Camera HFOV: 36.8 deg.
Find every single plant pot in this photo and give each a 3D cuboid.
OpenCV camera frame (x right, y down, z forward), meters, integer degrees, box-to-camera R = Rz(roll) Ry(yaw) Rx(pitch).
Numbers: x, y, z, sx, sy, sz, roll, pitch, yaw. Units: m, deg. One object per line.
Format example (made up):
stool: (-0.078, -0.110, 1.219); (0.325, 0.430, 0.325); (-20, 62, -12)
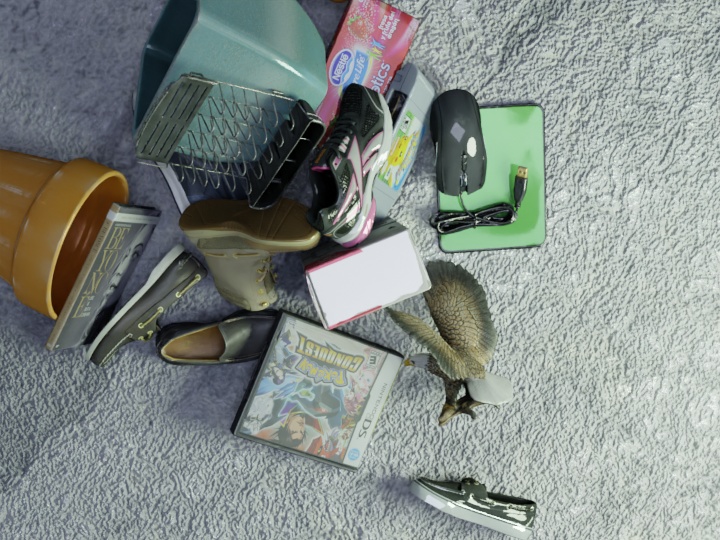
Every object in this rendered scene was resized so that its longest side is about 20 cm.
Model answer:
plant pot: (-0.421, -0.064, 1.374); (0.181, 0.200, 0.203); (22, 96, 6)
plant pot: (-0.151, -0.253, 1.344); (0.197, 0.198, 0.197); (21, 129, -25)

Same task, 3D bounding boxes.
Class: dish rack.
dish rack: (-0.157, -0.153, 1.265); (0.197, 0.055, 0.154); (8, 134, -37)

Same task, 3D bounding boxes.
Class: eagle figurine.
eagle figurine: (0.114, 0.103, 1.472); (0.148, 0.152, 0.203); (-15, 103, 4)

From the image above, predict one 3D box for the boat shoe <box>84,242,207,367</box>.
boat shoe: (-0.289, 0.057, 1.456); (0.060, 0.072, 0.202); (41, 90, -7)

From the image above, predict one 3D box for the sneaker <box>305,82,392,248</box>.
sneaker: (-0.019, -0.135, 1.318); (0.086, 0.079, 0.204); (16, 75, -44)

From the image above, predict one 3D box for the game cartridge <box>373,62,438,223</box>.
game cartridge: (0.042, -0.162, 1.428); (0.040, 0.133, 0.203); (25, 92, 14)

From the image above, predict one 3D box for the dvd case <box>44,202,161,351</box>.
dvd case: (-0.331, 0.008, 1.407); (0.016, 0.149, 0.203); (27, 95, 8)

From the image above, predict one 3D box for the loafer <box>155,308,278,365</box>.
loafer: (-0.182, 0.098, 1.474); (0.196, 0.072, 0.074); (-11, 99, -5)

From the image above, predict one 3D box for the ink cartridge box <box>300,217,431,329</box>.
ink cartridge box: (0.000, 0.000, 1.415); (0.144, 0.200, 0.084); (-22, 98, -3)

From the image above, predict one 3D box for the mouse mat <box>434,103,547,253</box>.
mouse mat: (0.183, -0.128, 1.512); (0.158, 0.008, 0.204); (-4, 99, -5)

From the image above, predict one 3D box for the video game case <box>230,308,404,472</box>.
video game case: (-0.058, 0.170, 1.499); (0.197, 0.025, 0.183); (21, 96, -24)

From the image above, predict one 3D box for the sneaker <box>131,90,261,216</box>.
sneaker: (-0.201, -0.167, 1.421); (0.144, 0.077, 0.205); (-23, 110, 9)

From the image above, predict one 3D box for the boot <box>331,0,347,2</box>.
boot: (-0.128, -0.362, 1.417); (0.199, 0.071, 0.145); (33, 100, -7)

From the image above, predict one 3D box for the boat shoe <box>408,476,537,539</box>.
boat shoe: (0.164, 0.329, 1.556); (0.197, 0.069, 0.057); (23, 88, -15)

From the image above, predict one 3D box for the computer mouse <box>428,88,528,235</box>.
computer mouse: (0.164, -0.143, 1.466); (0.138, 0.046, 0.204); (-4, 110, -6)

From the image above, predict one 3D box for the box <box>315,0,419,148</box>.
box: (-0.007, -0.253, 1.424); (0.094, 0.100, 0.203); (23, 96, -8)

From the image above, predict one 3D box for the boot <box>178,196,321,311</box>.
boot: (-0.125, -0.016, 1.407); (0.196, 0.074, 0.157); (2, 137, 22)
